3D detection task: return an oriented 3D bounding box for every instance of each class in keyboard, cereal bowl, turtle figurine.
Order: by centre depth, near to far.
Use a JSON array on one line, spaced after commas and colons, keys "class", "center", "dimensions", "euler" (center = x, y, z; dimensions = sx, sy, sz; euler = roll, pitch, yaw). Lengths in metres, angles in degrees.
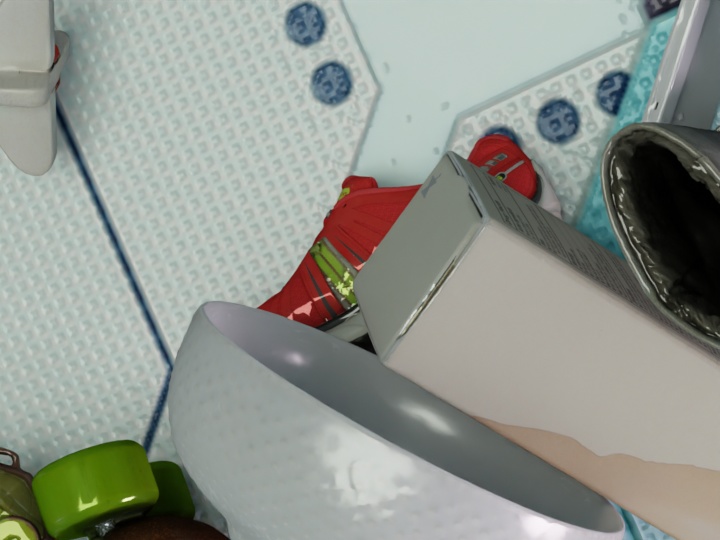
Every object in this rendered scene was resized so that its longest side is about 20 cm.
[{"class": "cereal bowl", "center": [0.004, 0.094, 0.998], "dimensions": [0.200, 0.200, 0.084], "euler": [29, 98, 11]}, {"class": "keyboard", "center": [0.161, -0.128, 1.062], "dimensions": [0.011, 0.056, 0.201], "euler": [25, 106, 30]}, {"class": "turtle figurine", "center": [-0.170, 0.126, 1.145], "dimensions": [0.064, 0.161, 0.200], "euler": [-43, 88, -2]}]

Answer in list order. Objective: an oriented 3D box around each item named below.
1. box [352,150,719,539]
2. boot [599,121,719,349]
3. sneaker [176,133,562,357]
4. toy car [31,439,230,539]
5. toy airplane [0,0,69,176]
[{"class": "box", "center": [0.102, 0.040, 1.038], "dimensions": [0.200, 0.095, 0.078], "euler": [31, 104, -18]}, {"class": "boot", "center": [0.181, 0.007, 0.999], "dimensions": [0.073, 0.200, 0.182], "euler": [-41, 85, 14]}, {"class": "sneaker", "center": [0.000, 0.000, 1.126], "dimensions": [0.200, 0.077, 0.085], "euler": [-26, 70, 12]}, {"class": "toy car", "center": [-0.024, 0.141, 1.106], "dimensions": [0.199, 0.158, 0.165], "euler": [-21, 77, 3]}, {"class": "toy airplane", "center": [-0.237, -0.104, 1.151], "dimensions": [0.200, 0.141, 0.199], "euler": [-46, 121, 6]}]
